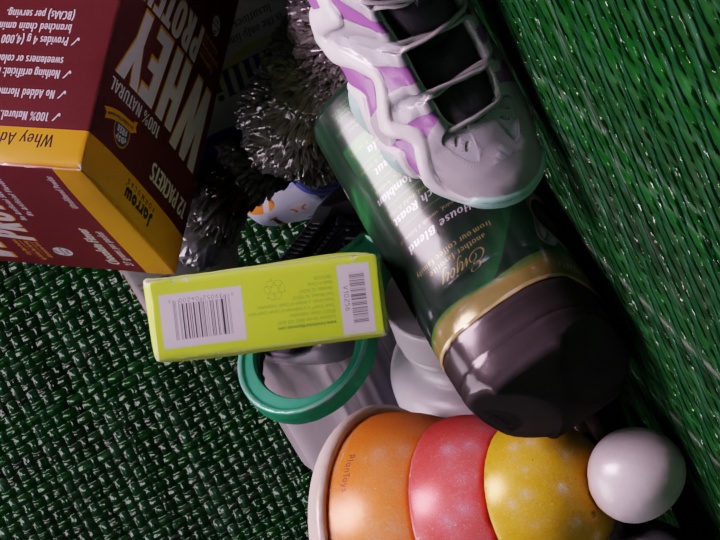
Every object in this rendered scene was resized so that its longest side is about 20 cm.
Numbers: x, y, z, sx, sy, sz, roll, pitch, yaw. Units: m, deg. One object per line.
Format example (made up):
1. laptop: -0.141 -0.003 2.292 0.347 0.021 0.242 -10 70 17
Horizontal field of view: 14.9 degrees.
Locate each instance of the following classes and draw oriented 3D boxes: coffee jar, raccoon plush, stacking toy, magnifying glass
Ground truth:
1. coffee jar: 0.058 -0.011 1.405 0.104 0.085 0.201 37 -160 -57
2. raccoon plush: -0.034 -0.080 1.488 0.096 0.201 0.134 30 180 10
3. stacking toy: 0.084 0.126 1.442 0.146 0.199 0.147 23 -120 -46
4. magnifying glass: 0.000 0.000 1.584 0.079 0.201 0.022 27 165 33

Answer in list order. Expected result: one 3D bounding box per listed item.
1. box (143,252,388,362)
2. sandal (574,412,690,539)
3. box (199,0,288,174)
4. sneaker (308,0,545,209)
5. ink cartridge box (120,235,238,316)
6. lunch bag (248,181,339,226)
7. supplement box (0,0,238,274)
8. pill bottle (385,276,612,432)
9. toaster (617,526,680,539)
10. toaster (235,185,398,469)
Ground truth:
1. box: -0.048 0.018 1.464 0.200 0.121 0.048 103 160 -90
2. sandal: 0.152 0.149 1.534 0.082 0.054 0.201 9 127 56
3. box: -0.075 -0.176 1.657 0.201 0.104 0.184 63 -163 -8
4. sneaker: 0.022 -0.122 1.251 0.200 0.078 0.140 51 166 4
5. ink cartridge box: -0.126 -0.070 1.642 0.201 0.050 0.163 -98 -17 -51
6. lunch bag: -0.053 -0.133 1.876 0.160 0.075 0.201 -14 -106 -49
7. supplement box: -0.188 -0.120 1.483 0.133 0.196 0.201 53 -135 -60
8. pill bottle: 0.081 0.076 1.588 0.111 0.111 0.201 59 175 48
9. toaster: 0.130 0.224 1.451 0.114 0.129 0.200 45 154 5
10. toaster: 0.009 0.043 1.686 0.113 0.200 0.130 2 132 37
